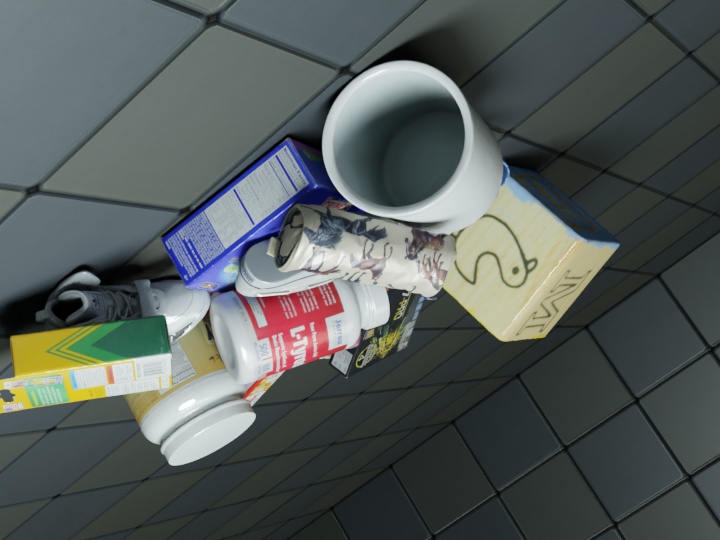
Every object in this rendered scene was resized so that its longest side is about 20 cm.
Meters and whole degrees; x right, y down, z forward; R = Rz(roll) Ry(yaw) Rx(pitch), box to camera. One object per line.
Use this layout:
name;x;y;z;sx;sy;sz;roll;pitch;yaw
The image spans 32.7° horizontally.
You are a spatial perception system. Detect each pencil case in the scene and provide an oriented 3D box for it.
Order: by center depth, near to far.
pencil case;0.002;-0.020;1.364;0.200;0.078;0.089;11;151;-21

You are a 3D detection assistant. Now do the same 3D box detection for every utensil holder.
utensil holder;0.067;-0.132;1.402;0.170;0.170;0.200;-35;166;11

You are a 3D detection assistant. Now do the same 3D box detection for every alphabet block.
alphabet block;0.246;-0.027;1.893;0.200;0.195;0.196;-54;155;17

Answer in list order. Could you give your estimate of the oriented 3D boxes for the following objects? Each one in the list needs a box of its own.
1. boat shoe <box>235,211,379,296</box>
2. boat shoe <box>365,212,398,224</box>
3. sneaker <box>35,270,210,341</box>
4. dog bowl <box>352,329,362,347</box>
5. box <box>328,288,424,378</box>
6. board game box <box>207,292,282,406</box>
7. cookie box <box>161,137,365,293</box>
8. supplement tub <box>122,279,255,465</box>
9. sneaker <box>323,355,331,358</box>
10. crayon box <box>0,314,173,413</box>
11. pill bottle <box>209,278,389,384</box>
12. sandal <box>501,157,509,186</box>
boat shoe;-0.056;-0.017;1.426;0.200;0.074;0.065;-11;160;-29
boat shoe;-0.039;-0.024;1.550;0.202;0.060;0.072;-19;138;22
sneaker;-0.273;0.045;1.408;0.200;0.075;0.115;-15;161;-5
dog bowl;-0.087;0.079;1.733;0.200;0.074;0.200;-6;173;-1
box;0.038;0.061;1.950;0.161;0.049;0.200;-25;143;-48
board game box;-0.167;0.093;1.640;0.046;0.152;0.200;-15;155;-45
cookie box;-0.106;-0.057;1.454;0.200;0.075;0.171;-37;162;15
supplement tub;-0.231;0.128;1.537;0.144;0.200;0.144;-29;163;-10
sneaker;-0.078;0.113;1.976;0.105;0.075;0.200;-36;156;-4
crayon box;-0.313;0.105;1.372;0.200;0.052;0.126;-8;160;-12
pill bottle;-0.072;0.055;1.482;0.200;0.112;0.112;-19;160;-18
sandal;0.144;-0.120;1.578;0.079;0.087;0.200;-48;-176;32
